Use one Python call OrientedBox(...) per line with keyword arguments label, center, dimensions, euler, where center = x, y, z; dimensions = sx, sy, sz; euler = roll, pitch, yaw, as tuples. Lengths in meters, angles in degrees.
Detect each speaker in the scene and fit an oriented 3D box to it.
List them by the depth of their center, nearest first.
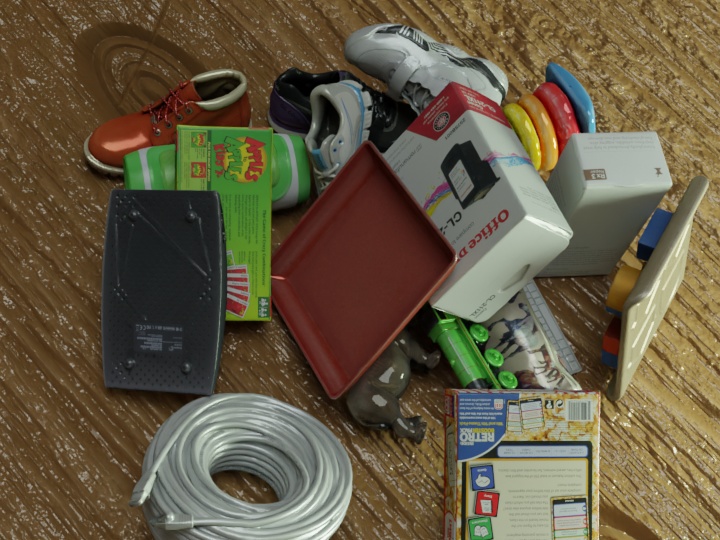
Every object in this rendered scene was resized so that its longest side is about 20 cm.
OrientedBox(label="speaker", center=(-0.159, -0.102, 1.289), dimensions=(0.198, 0.089, 0.089), euler=(-8, 63, -15))

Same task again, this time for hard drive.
OrientedBox(label="hard drive", center=(-0.195, 0.020, 1.173), dimensions=(0.133, 0.042, 0.203), euler=(2, 90, 18))

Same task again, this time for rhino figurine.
OrientedBox(label="rhino figurine", center=(0.038, 0.088, 1.234), dimensions=(0.086, 0.060, 0.202), euler=(17, 55, -5))

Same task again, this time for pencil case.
OrientedBox(label="pencil case", center=(0.167, 0.074, 1.248), dimensions=(0.077, 0.089, 0.201), euler=(-1, 56, -45))

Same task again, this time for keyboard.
OrientedBox(label="keyboard", center=(0.182, 0.035, 1.318), dimensions=(0.056, 0.011, 0.201), euler=(-18, 66, -19))

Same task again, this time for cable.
OrientedBox(label="cable", center=(-0.108, 0.203, 1.102), dimensions=(0.198, 0.070, 0.201), euler=(15, 34, -3))

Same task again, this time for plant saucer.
OrientedBox(label="plant saucer", center=(0.000, 0.000, 1.205), dimensions=(0.037, 0.200, 0.201), euler=(22, 25, -46))

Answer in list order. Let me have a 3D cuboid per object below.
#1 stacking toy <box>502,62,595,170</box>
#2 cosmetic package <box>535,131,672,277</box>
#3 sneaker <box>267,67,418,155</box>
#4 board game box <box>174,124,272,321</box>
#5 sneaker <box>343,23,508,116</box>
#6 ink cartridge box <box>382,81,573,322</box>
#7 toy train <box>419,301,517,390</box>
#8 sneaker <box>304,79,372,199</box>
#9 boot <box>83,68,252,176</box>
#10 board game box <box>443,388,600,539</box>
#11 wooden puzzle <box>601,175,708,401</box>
OrientedBox(label="stacking toy", center=(0.174, -0.149, 1.377), dimensions=(0.198, 0.110, 0.117), euler=(-21, 51, -9))
OrientedBox(label="cosmetic package", center=(0.255, -0.069, 1.279), dimensions=(0.100, 0.201, 0.075), euler=(-2, 61, -12))
OrientedBox(label="sneaker", center=(-0.008, -0.189, 1.362), dimensions=(0.197, 0.088, 0.077), euler=(5, 60, -8))
OrientedBox(label="board game box", center=(-0.146, -0.049, 1.225), dimensions=(0.100, 0.048, 0.203), euler=(0, 93, -12))
OrientedBox(label="sneaker", center=(0.070, -0.205, 1.323), dimensions=(0.198, 0.075, 0.116), euler=(18, 53, -7))
OrientedBox(label="ink cartridge box", center=(0.111, -0.071, 1.212), dimensions=(0.082, 0.146, 0.201), euler=(19, 36, -42))
OrientedBox(label="toy train", center=(0.097, 0.062, 1.226), dimensions=(0.056, 0.042, 0.201), euler=(-7, 55, -36))
OrientedBox(label="sneaker", center=(-0.030, -0.110, 1.279), dimensions=(0.074, 0.086, 0.203), euler=(-6, 91, 29))
OrientedBox(label="boot", center=(-0.217, -0.172, 1.306), dimensions=(0.198, 0.108, 0.076), euler=(-18, 67, -17))
OrientedBox(label="board game box", center=(0.158, 0.219, 1.144), dimensions=(0.150, 0.046, 0.203), euler=(2, 87, -10))
OrientedBox(label="wooden puzzle", center=(0.306, 0.017, 1.245), dimensions=(0.046, 0.201, 0.186), euler=(24, 59, 20))
